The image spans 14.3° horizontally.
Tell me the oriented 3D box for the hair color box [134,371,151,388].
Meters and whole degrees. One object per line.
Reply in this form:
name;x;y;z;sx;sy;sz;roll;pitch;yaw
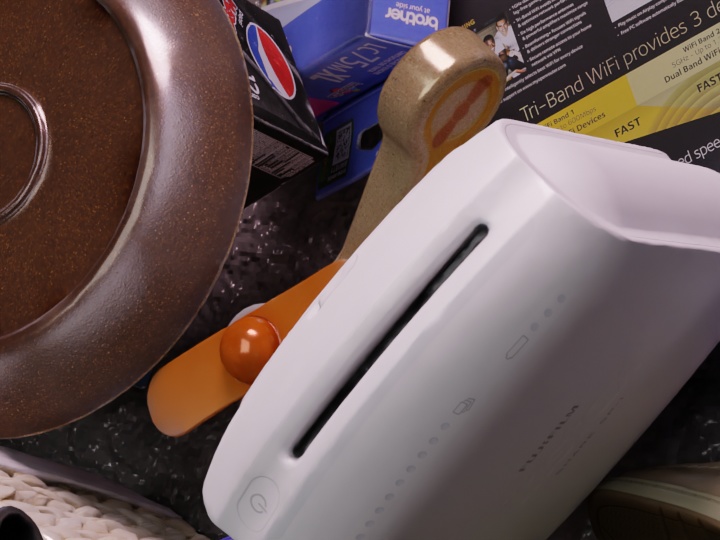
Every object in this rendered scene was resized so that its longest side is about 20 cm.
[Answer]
hair color box;-0.161;-0.032;1.207;0.199;0.060;0.101;20;87;33

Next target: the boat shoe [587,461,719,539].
boat shoe;0.168;0.094;0.977;0.199;0.072;0.065;7;43;43

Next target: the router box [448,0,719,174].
router box;0.137;-0.069;1.045;0.199;0.052;0.158;-28;63;22

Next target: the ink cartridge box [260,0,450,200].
ink cartridge box;0.000;-0.137;1.121;0.119;0.042;0.201;157;119;-64

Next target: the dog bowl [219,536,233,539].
dog bowl;-0.029;0.191;0.981;0.079;0.200;0.201;27;90;35

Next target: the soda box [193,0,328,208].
soda box;-0.115;-0.031;1.106;0.199;0.063;0.071;-30;63;19

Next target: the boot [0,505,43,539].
boot;-0.164;0.174;0.920;0.130;0.068;0.201;1;84;25

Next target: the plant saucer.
plant saucer;-0.132;-0.039;1.063;0.199;0.032;0.201;-10;71;29

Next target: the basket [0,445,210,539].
basket;-0.110;0.150;1.047;0.123;0.200;0.136;24;89;27

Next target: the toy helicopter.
toy helicopter;0.000;0.000;1.023;0.079;0.132;0.201;45;134;32

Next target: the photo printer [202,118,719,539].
photo printer;0.042;0.030;0.929;0.069;0.200;0.167;45;105;19
